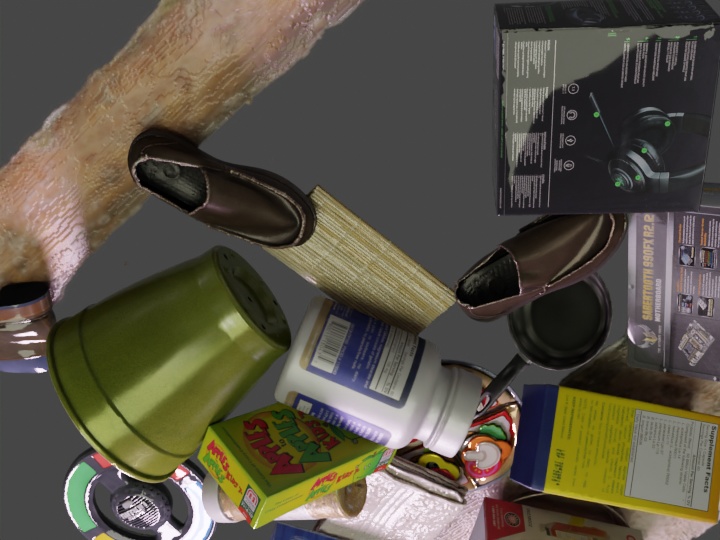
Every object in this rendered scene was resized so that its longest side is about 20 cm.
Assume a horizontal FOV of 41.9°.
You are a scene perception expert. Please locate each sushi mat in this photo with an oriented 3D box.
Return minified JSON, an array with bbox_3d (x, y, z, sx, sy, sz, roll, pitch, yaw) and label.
[{"bbox_3d":[0.000,0.000,0.997,0.199,0.012,0.096,37,118,-15],"label":"sushi mat"}]

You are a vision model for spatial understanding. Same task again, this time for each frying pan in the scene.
[{"bbox_3d":[0.194,0.080,0.968,0.114,0.031,0.192,21,98,33],"label":"frying pan"}]

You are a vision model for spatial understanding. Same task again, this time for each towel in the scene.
[{"bbox_3d":[0.032,0.297,1.137,0.131,0.035,0.201,24,131,-8],"label":"towel"}]

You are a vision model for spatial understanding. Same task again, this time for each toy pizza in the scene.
[{"bbox_3d":[0.096,0.191,1.088,0.198,0.032,0.202,2,120,4],"label":"toy pizza"}]

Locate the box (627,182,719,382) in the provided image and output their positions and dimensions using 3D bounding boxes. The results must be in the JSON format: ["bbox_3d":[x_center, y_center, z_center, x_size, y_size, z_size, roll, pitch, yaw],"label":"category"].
[{"bbox_3d":[0.344,0.015,0.920,0.157,0.048,0.202,8,124,29],"label":"box"}]

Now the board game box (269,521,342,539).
[{"bbox_3d":[-0.038,0.416,1.205,0.198,0.044,0.200,17,133,-5],"label":"board game box"}]

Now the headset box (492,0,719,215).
[{"bbox_3d":[0.219,-0.147,0.843,0.197,0.093,0.176,-1,120,6],"label":"headset box"}]

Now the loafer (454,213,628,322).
[{"bbox_3d":[0.174,-0.008,0.927,0.200,0.071,0.073,-39,72,24],"label":"loafer"}]

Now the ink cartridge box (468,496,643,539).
[{"bbox_3d":[0.228,0.353,1.068,0.198,0.146,0.084,13,119,-2],"label":"ink cartridge box"}]

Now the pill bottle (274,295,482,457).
[{"bbox_3d":[0.020,0.117,0.990,0.198,0.120,0.121,23,120,-1],"label":"pill bottle"}]

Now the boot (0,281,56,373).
[{"bbox_3d":[-0.432,0.076,1.047,0.197,0.075,0.098,-6,117,6],"label":"boot"}]

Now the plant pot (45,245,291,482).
[{"bbox_3d":[-0.181,0.080,0.972,0.192,0.201,0.201,-35,112,10],"label":"plant pot"}]

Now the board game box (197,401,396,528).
[{"bbox_3d":[-0.060,0.187,0.994,0.102,0.199,0.048,43,125,29],"label":"board game box"}]

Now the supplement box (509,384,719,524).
[{"bbox_3d":[0.273,0.193,1.006,0.198,0.110,0.110,11,83,-1],"label":"supplement box"}]

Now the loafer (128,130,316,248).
[{"bbox_3d":[-0.140,-0.068,0.922,0.198,0.071,0.074,21,113,-5],"label":"loafer"}]

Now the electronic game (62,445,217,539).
[{"bbox_3d":[-0.274,0.291,1.177,0.197,0.042,0.202,3,121,4],"label":"electronic game"}]

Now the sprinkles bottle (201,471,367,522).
[{"bbox_3d":[-0.090,0.256,1.092,0.198,0.068,0.069,-10,121,31],"label":"sprinkles bottle"}]

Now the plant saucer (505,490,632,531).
[{"bbox_3d":[0.236,0.338,1.160,0.198,0.035,0.202,2,121,4],"label":"plant saucer"}]
